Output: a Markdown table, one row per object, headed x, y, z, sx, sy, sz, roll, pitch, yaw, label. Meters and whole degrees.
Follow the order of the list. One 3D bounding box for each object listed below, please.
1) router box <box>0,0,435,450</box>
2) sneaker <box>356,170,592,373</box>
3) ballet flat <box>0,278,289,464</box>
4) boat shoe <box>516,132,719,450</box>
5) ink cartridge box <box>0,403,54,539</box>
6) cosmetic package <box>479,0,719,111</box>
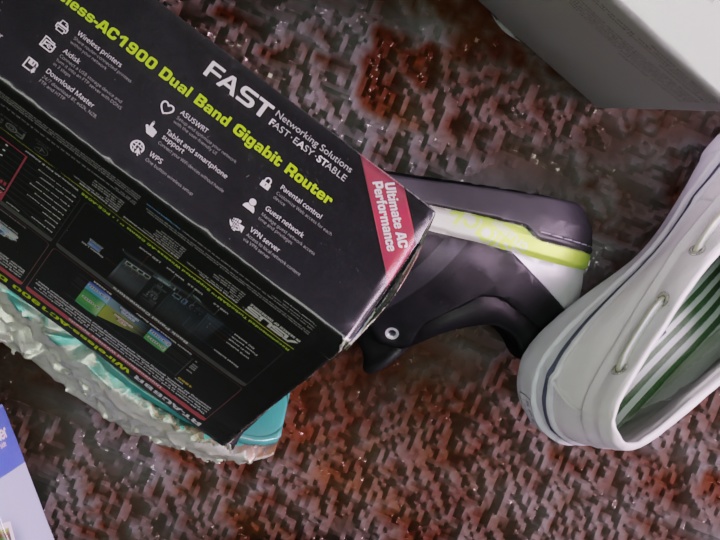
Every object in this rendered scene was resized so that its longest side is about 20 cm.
| x | y | z | sx | sy | sz | roll | pitch | yaw | label |
| --- | --- | --- | --- | --- | --- | --- | --- | --- | --- |
| -0.088 | -0.033 | 0.788 | 0.200 | 0.150 | 0.062 | 38 | 63 | -6 | router box |
| 0.000 | 0.000 | 0.891 | 0.200 | 0.072 | 0.083 | 9 | 94 | -8 | sneaker |
| -0.117 | 0.013 | 0.884 | 0.200 | 0.072 | 0.072 | 36 | 89 | -6 | ballet flat |
| 0.153 | 0.004 | 0.894 | 0.200 | 0.067 | 0.074 | -47 | 122 | -13 | boat shoe |
| -0.172 | 0.133 | 0.871 | 0.119 | 0.042 | 0.200 | -17 | 94 | 21 | ink cartridge box |
| 0.100 | -0.122 | 0.831 | 0.108 | 0.200 | 0.085 | 41 | 90 | -10 | cosmetic package |
